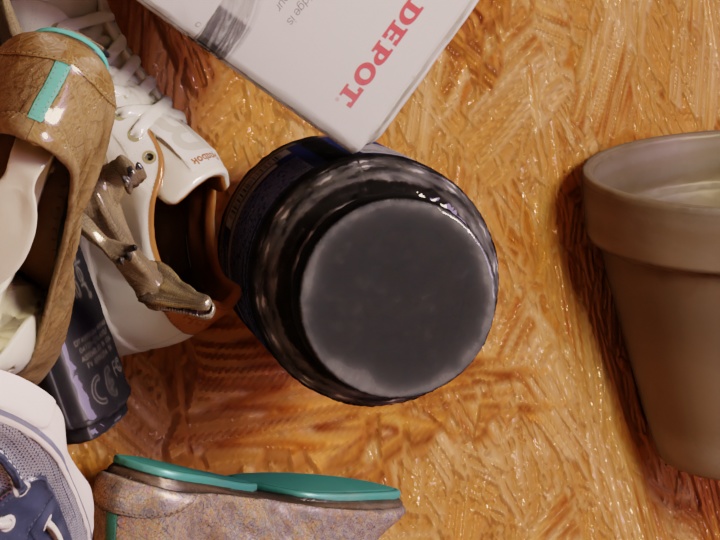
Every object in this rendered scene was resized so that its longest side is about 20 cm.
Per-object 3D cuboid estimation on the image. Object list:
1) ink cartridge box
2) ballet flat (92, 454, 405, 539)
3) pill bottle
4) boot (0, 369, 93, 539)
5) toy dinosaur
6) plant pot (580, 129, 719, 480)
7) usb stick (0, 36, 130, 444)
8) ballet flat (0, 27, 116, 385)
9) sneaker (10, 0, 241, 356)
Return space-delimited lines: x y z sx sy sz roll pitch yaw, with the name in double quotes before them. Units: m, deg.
"ink cartridge box" -0.043 -0.169 1.301 0.200 0.145 0.084 35 4 -20
"ballet flat" -0.055 0.123 1.369 0.200 0.068 0.067 10 91 -50
"pill bottle" 0.000 0.000 1.348 0.200 0.112 0.112 -141 -148 -79
"boot" -0.146 0.105 1.166 0.200 0.072 0.091 63 28 -64
"toy dinosaur" -0.128 -0.061 1.249 0.200 0.058 0.101 62 -9 8
"plant pot" 0.229 0.022 1.730 0.200 0.199 0.174 -28 119 -56
"usb stick" -0.147 -0.024 1.292 0.201 0.033 0.055 71 24 -11
"ballet flat" -0.141 -0.004 1.178 0.068 0.200 0.072 22 43 -3
"sneaker" -0.101 -0.067 1.329 0.073 0.084 0.201 -27 101 -55
